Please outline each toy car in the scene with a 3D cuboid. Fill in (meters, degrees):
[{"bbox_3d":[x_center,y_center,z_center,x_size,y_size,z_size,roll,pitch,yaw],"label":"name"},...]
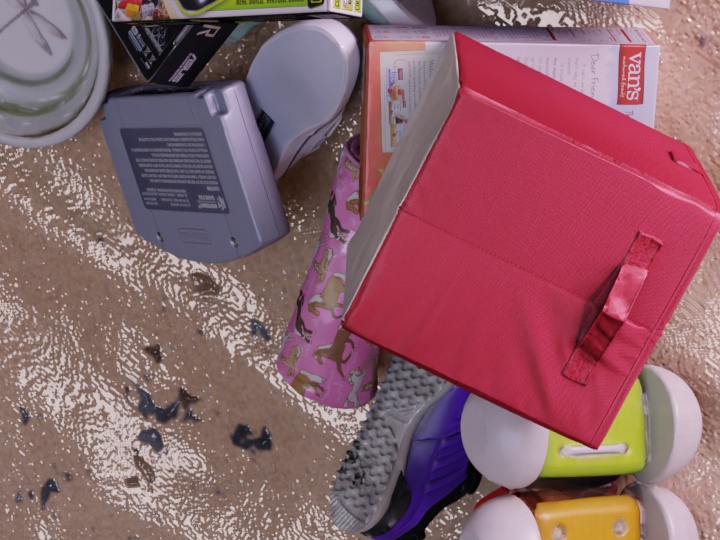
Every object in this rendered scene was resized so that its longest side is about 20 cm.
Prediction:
[{"bbox_3d":[0.141,0.148,1.473,0.150,0.173,0.202,-169,79,-66],"label":"toy car"}]

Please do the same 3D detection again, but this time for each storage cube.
[{"bbox_3d":[0.103,-0.024,1.302,0.179,0.200,0.172,25,107,-6],"label":"storage cube"}]

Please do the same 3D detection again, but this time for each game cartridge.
[{"bbox_3d":[-0.124,-0.072,1.532,0.199,0.041,0.134,6,121,57],"label":"game cartridge"}]

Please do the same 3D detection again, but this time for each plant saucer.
[{"bbox_3d":[-0.267,-0.195,1.594,0.199,0.050,0.202,13,121,23],"label":"plant saucer"}]

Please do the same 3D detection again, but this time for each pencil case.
[{"bbox_3d":[0.000,0.000,1.516,0.082,0.087,0.201,10,115,-15],"label":"pencil case"}]

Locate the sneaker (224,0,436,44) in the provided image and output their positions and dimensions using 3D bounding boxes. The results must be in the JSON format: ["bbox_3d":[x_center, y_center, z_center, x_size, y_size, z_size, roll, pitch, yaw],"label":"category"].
[{"bbox_3d":[-0.041,-0.196,1.478,0.200,0.074,0.119,40,113,20],"label":"sneaker"}]

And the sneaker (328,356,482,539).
[{"bbox_3d":[0.061,0.116,1.541,0.201,0.099,0.069,-59,38,4],"label":"sneaker"}]

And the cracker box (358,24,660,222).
[{"bbox_3d":[0.099,-0.096,1.409,0.198,0.058,0.135,1,109,-4],"label":"cracker box"}]

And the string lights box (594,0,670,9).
[{"bbox_3d":[0.110,-0.219,1.357,0.198,0.103,0.060,8,111,8],"label":"string lights box"}]

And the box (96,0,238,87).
[{"bbox_3d":[-0.139,-0.258,1.471,0.160,0.043,0.201,-48,61,28],"label":"box"}]

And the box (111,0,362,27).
[{"bbox_3d":[-0.083,-0.220,1.372,0.199,0.035,0.111,3,91,39],"label":"box"}]

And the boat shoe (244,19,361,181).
[{"bbox_3d":[-0.042,-0.128,1.472,0.074,0.065,0.200,50,146,1],"label":"boat shoe"}]
